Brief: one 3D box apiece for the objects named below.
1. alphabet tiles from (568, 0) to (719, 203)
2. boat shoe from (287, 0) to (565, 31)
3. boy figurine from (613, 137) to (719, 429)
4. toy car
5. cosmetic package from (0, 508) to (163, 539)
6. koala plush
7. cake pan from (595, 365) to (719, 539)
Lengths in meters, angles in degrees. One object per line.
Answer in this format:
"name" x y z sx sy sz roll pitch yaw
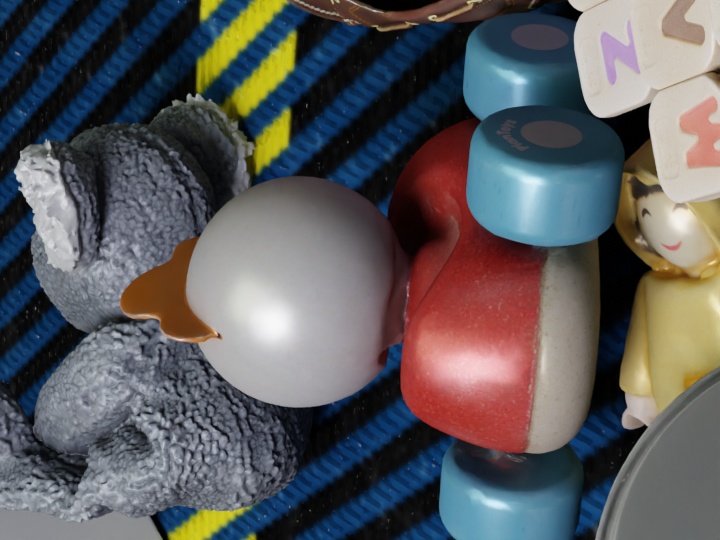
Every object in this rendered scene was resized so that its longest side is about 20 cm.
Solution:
"alphabet tiles" 0.112 -0.127 0.748 0.195 0.014 0.202 -18 81 64
"boat shoe" 0.014 -0.146 1.035 0.199 0.070 0.071 4 106 52
"boy figurine" 0.149 0.040 0.923 0.124 0.064 0.202 4 105 54
"toy car" 0.000 0.000 0.951 0.177 0.198 0.186 -87 1 -59
"cosmetic package" -0.180 0.260 1.349 0.200 0.122 0.200 59 137 21
"koala plush" -0.114 0.015 1.174 0.183 0.177 0.202 7 105 38
"cake pan" 0.179 0.116 0.829 0.199 0.037 0.202 -5 74 17
